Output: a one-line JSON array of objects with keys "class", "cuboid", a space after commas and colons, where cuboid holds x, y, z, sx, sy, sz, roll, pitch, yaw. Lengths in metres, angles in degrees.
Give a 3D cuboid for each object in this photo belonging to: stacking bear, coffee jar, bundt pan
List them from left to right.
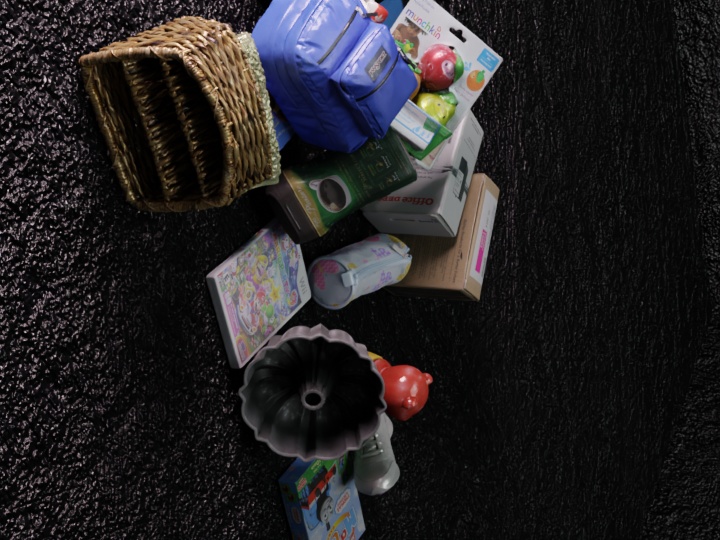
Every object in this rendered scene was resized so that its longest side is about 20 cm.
[{"class": "bundt pan", "cuboid": [-0.065, 0.158, 1.613, 0.076, 0.201, 0.202, -91, 171, -64]}, {"class": "coffee jar", "cuboid": [-0.029, -0.123, 1.615, 0.104, 0.200, 0.085, 61, -1, -20]}, {"class": "stacking bear", "cuboid": [0.005, 0.170, 1.709, 0.121, 0.200, 0.114, -45, 131, -49]}]

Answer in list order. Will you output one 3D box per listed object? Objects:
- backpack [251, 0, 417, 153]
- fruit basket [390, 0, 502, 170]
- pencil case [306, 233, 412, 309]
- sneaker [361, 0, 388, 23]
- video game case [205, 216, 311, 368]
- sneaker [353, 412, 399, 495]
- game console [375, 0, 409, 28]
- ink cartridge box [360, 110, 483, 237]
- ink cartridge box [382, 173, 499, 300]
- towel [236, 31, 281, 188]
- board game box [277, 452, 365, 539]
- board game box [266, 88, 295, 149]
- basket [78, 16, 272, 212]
[{"class": "backpack", "cuboid": [-0.031, -0.275, 1.520, 0.200, 0.168, 0.163, 51, 59, -41]}, {"class": "fruit basket", "cuboid": [0.093, -0.268, 1.686, 0.185, 0.094, 0.200, 33, 99, -32]}, {"class": "pencil case", "cuboid": [0.000, 0.000, 1.793, 0.200, 0.091, 0.083, -22, 113, -57]}, {"class": "sneaker", "cuboid": [-0.012, -0.341, 1.661, 0.070, 0.093, 0.200, 32, 58, -57]}, {"class": "video game case", "cuboid": [-0.136, 0.023, 1.625, 0.200, 0.018, 0.143, -46, 132, -49]}, {"class": "sneaker", "cuboid": [0.009, 0.267, 1.825, 0.200, 0.075, 0.100, -99, 166, -58]}, {"class": "game console", "cuboid": [0.066, -0.418, 1.840, 0.116, 0.176, 0.200, 45, 48, -18]}, {"class": "ink cartridge box", "cuboid": [0.100, -0.160, 1.897, 0.083, 0.146, 0.200, 48, 54, -53]}, {"class": "ink cartridge box", "cuboid": [0.128, -0.057, 1.939, 0.075, 0.164, 0.200, 35, 64, -57]}, {"class": "towel", "cuboid": [-0.174, -0.182, 1.447, 0.148, 0.036, 0.200, -22, 119, -23]}, {"class": "board game box", "cuboid": [-0.056, 0.359, 1.792, 0.151, 0.037, 0.200, -45, 132, -50]}, {"class": "board game box", "cuboid": [-0.136, -0.227, 1.567, 0.200, 0.045, 0.135, -56, 139, -42]}, {"class": "basket", "cuboid": [-0.199, -0.165, 1.319, 0.149, 0.143, 0.200, -29, 123, -28]}]
